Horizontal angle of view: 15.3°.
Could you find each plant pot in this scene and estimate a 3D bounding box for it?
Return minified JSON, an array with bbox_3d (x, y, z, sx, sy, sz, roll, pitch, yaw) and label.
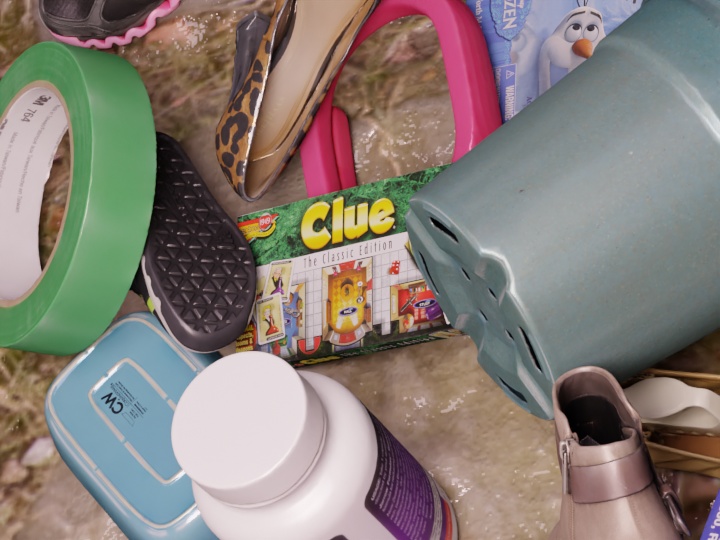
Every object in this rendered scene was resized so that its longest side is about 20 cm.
[{"bbox_3d":[0.144,-0.029,1.500,0.196,0.200,0.200,-33,53,-14],"label":"plant pot"}]

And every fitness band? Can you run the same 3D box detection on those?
[{"bbox_3d":[0.023,-0.092,1.690,0.144,0.037,0.200,-34,52,33],"label":"fitness band"}]

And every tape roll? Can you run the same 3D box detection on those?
[{"bbox_3d":[-0.198,-0.046,1.730,0.200,0.048,0.201,-25,60,55],"label":"tape roll"}]

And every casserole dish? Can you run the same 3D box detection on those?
[{"bbox_3d":[-0.128,0.101,1.688,0.121,0.039,0.200,-44,53,-2],"label":"casserole dish"}]

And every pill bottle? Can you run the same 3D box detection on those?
[{"bbox_3d":[-0.029,0.125,1.527,0.111,0.200,0.112,-11,59,19],"label":"pill bottle"}]

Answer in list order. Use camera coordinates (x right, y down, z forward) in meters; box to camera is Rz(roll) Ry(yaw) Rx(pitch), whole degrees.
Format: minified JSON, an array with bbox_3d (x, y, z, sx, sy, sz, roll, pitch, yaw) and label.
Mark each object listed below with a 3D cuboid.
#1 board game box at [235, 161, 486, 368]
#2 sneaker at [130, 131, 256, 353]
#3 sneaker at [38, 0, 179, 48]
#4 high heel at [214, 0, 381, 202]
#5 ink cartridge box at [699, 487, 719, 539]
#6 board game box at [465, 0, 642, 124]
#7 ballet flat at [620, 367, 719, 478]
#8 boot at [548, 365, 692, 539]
[{"bbox_3d":[0.000,0.000,1.641,0.200,0.023,0.105,-13,68,41],"label":"board game box"},{"bbox_3d":[-0.118,-0.006,1.720,0.072,0.083,0.200,-5,43,-19],"label":"sneaker"},{"bbox_3d":[-0.142,-0.221,1.835,0.200,0.095,0.079,-20,58,16],"label":"sneaker"},{"bbox_3d":[-0.026,-0.135,1.675,0.200,0.071,0.143,-40,39,48],"label":"high heel"},{"bbox_3d":[0.182,0.210,1.381,0.041,0.200,0.200,14,70,28],"label":"ink cartridge box"},{"bbox_3d":[0.164,-0.173,1.693,0.199,0.043,0.200,-8,61,21],"label":"board game box"},{"bbox_3d":[0.217,0.089,1.514,0.200,0.063,0.069,2,65,26],"label":"ballet flat"},{"bbox_3d":[0.131,0.121,1.441,0.070,0.147,0.200,-17,20,-8],"label":"boot"}]
